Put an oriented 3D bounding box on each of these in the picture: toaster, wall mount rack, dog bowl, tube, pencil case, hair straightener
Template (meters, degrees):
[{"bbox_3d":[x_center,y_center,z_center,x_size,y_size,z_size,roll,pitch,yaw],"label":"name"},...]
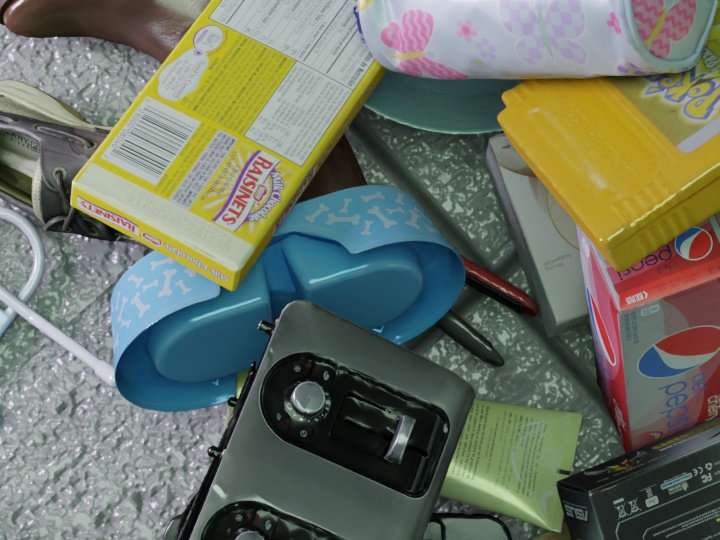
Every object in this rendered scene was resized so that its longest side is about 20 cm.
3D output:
[{"bbox_3d":[-0.035,0.137,1.241,0.118,0.200,0.181,23,69,-2],"label":"toaster"},{"bbox_3d":[-0.234,0.061,1.358,0.174,0.075,0.200,36,86,5],"label":"wall mount rack"},{"bbox_3d":[-0.044,0.012,1.306,0.199,0.112,0.050,-18,59,-8],"label":"dog bowl"},{"bbox_3d":[0.023,0.095,1.362,0.199,0.052,0.058,12,100,2],"label":"tube"},{"bbox_3d":[0.090,-0.147,1.256,0.083,0.200,0.091,-32,117,-40],"label":"pencil case"},{"bbox_3d":[0.000,0.000,1.378,0.200,0.041,0.077,32,84,5],"label":"hair straightener"}]

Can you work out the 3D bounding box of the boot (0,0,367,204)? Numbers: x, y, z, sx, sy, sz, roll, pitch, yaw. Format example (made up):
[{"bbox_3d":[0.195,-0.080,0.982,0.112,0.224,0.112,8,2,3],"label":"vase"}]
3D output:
[{"bbox_3d":[-0.101,-0.090,1.364,0.186,0.064,0.201,-14,72,-3],"label":"boot"}]

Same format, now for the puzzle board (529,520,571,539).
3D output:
[{"bbox_3d":[0.128,0.243,1.316,0.151,0.017,0.200,-22,80,-40],"label":"puzzle board"}]

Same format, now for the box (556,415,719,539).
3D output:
[{"bbox_3d":[0.223,0.156,1.308,0.200,0.048,0.159,-21,99,-15],"label":"box"}]

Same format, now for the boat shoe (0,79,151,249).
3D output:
[{"bbox_3d":[-0.159,-0.048,1.337,0.201,0.072,0.066,25,40,32],"label":"boat shoe"}]

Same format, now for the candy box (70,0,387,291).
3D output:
[{"bbox_3d":[-0.062,-0.086,1.293,0.102,0.026,0.200,29,56,7],"label":"candy box"}]

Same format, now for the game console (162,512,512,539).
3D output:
[{"bbox_3d":[-0.015,0.225,1.309,0.199,0.116,0.176,1,92,1],"label":"game console"}]

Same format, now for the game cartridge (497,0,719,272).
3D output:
[{"bbox_3d":[0.178,-0.098,1.223,0.200,0.176,0.032,-32,121,-1],"label":"game cartridge"}]

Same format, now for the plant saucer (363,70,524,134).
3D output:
[{"bbox_3d":[0.057,-0.163,1.387,0.200,0.039,0.202,0,69,0],"label":"plant saucer"}]

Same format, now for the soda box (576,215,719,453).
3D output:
[{"bbox_3d":[0.162,0.033,1.287,0.070,0.200,0.064,-20,60,-1],"label":"soda box"}]

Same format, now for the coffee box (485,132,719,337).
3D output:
[{"bbox_3d":[0.183,-0.050,1.360,0.199,0.080,0.115,-19,82,-1],"label":"coffee box"}]
